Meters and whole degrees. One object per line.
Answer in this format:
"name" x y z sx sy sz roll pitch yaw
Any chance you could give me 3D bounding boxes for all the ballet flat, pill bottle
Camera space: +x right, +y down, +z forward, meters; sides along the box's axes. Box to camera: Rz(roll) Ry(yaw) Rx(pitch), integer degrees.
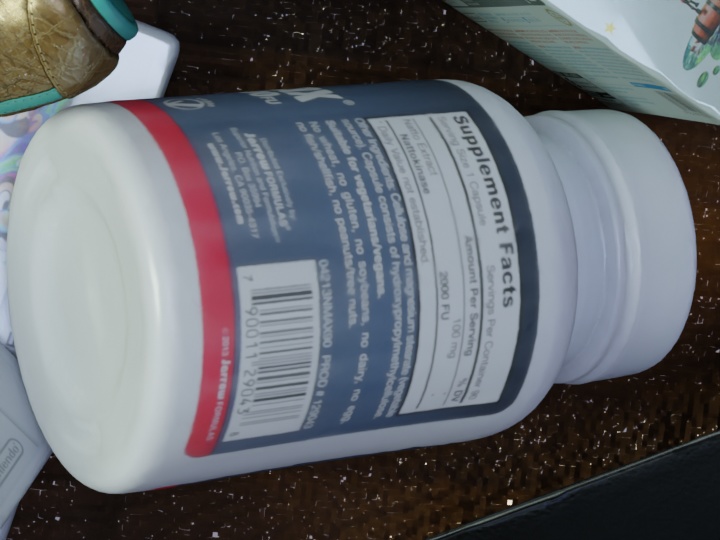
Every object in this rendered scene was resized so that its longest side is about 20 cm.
"ballet flat" -0.137 -0.123 0.794 0.072 0.068 0.200 -32 64 5
"pill bottle" 0.000 0.000 0.830 0.200 0.120 0.120 -6 95 -29

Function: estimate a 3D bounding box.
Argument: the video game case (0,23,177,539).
"video game case" -0.182 -0.024 0.849 0.200 0.024 0.182 20 90 -11

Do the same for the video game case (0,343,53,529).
"video game case" -0.183 0.033 0.745 0.024 0.200 0.182 -37 102 30

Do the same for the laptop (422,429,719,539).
"laptop" 0.152 0.092 0.903 0.200 0.116 0.187 -52 126 -31

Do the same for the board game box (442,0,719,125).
"board game box" 0.031 -0.126 0.827 0.200 0.148 0.064 31 89 -12
